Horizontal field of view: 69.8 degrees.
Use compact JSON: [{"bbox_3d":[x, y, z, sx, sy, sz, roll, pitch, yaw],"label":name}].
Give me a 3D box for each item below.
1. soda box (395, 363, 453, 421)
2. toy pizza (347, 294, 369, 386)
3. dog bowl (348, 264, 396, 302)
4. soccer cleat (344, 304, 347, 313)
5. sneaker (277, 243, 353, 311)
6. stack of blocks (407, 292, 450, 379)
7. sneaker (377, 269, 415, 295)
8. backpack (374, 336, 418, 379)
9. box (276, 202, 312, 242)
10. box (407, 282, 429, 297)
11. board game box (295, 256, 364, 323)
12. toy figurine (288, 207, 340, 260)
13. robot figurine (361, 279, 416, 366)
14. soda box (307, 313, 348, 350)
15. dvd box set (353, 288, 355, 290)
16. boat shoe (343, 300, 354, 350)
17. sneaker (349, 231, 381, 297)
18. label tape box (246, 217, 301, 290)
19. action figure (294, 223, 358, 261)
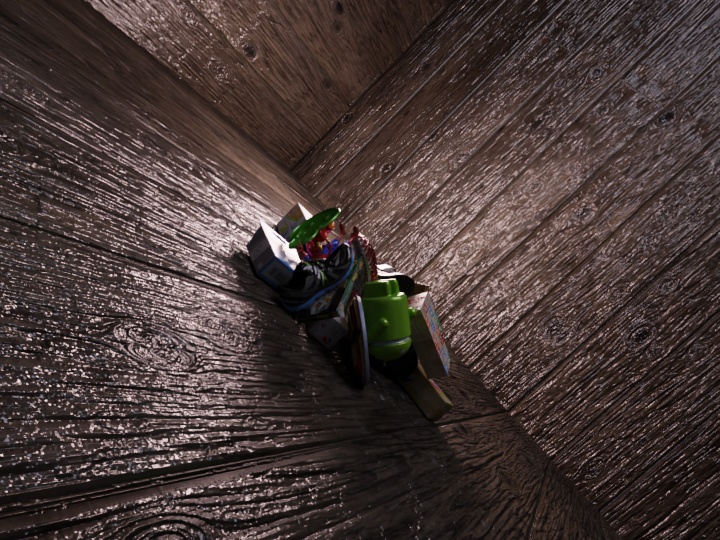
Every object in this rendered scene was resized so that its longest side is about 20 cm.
[{"bbox_3d":[0.161,0.314,1.419,0.200,0.068,0.064,50,7,36],"label":"soda box"},{"bbox_3d":[-0.008,0.152,1.124,0.200,0.032,0.201,174,-90,-86],"label":"toy pizza"},{"bbox_3d":[0.031,0.074,1.584,0.074,0.200,0.200,15,26,-40],"label":"dog bowl"},{"bbox_3d":[-0.101,0.053,1.393,0.200,0.065,0.084,48,9,18],"label":"soccer cleat"},{"bbox_3d":[-0.094,0.005,1.122,0.071,0.200,0.083,27,-29,53],"label":"sneaker"},{"bbox_3d":[0.180,0.174,1.388,0.200,0.058,0.115,67,23,-13],"label":"stack of blocks"},{"bbox_3d":[0.051,0.025,1.472,0.200,0.084,0.121,8,17,-38],"label":"sneaker"},{"bbox_3d":[0.081,0.168,1.410,0.163,0.154,0.200,44,6,-37],"label":"backpack"},{"bbox_3d":[-0.198,-0.132,1.714,0.101,0.112,0.200,43,6,-25],"label":"box"},{"bbox_3d":[0.120,0.127,1.542,0.021,0.200,0.163,14,0,-42],"label":"box"},{"bbox_3d":[-0.065,0.041,1.155,0.023,0.105,0.200,62,30,-26],"label":"board game box"},{"bbox_3d":[-0.084,-0.037,1.343,0.184,0.150,0.200,60,29,-21],"label":"toy figurine"},{"bbox_3d":[0.060,0.123,1.238,0.175,0.115,0.200,-11,95,-62],"label":"robot figurine"},{"bbox_3d":[-0.081,0.104,1.205,0.068,0.064,0.200,44,6,-16],"label":"soda box"},{"bbox_3d":[-0.091,0.006,1.525,0.146,0.029,0.200,55,-15,-7],"label":"dvd box set"},{"bbox_3d":[-0.008,0.134,1.330,0.072,0.065,0.200,5,24,9],"label":"boat shoe"},{"bbox_3d":[0.000,0.000,1.321,0.078,0.082,0.200,-18,97,-72],"label":"sneaker"},{"bbox_3d":[-0.198,-0.022,1.238,0.144,0.063,0.200,43,7,-37],"label":"label tape box"},{"bbox_3d":[-0.080,-0.059,1.208,0.065,0.200,0.099,12,-42,28],"label":"action figure"}]
